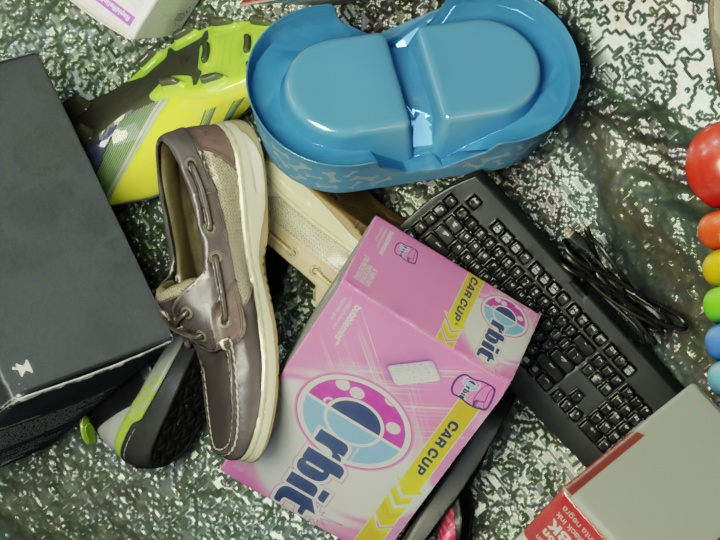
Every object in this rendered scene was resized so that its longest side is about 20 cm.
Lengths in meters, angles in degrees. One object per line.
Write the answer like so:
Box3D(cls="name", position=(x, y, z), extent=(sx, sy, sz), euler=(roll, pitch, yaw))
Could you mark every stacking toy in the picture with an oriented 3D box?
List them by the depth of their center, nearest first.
Box3D(cls="stacking toy", position=(0.231, 0.011, 1.626), extent=(0.085, 0.085, 0.201), euler=(-12, 84, 19))

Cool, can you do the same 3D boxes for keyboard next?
Box3D(cls="keyboard", position=(0.115, 0.025, 1.641), extent=(0.104, 0.040, 0.200), euler=(-43, 103, 7))

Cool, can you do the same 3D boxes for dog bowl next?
Box3D(cls="dog bowl", position=(0.029, -0.103, 1.641), extent=(0.199, 0.050, 0.112), euler=(-9, 62, -12))

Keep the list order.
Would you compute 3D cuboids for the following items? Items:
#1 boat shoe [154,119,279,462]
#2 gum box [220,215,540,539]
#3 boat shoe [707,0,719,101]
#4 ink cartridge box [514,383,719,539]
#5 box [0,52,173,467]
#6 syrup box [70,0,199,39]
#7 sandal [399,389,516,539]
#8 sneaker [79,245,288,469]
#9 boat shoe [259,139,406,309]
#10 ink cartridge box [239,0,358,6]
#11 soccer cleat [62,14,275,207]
Box3D(cls="boat shoe", position=(-0.089, 0.013, 1.629), extent=(0.072, 0.064, 0.201), euler=(0, 92, 63))
Box3D(cls="gum box", position=(0.007, 0.076, 1.654), extent=(0.113, 0.066, 0.200), euler=(31, 133, -3))
Box3D(cls="boat shoe", position=(0.233, -0.144, 1.585), extent=(0.071, 0.076, 0.201), euler=(-7, 74, 8))
Box3D(cls="ink cartridge box", position=(0.131, 0.175, 1.595), extent=(0.084, 0.144, 0.200), euler=(46, 134, 11))
Box3D(cls="box", position=(-0.240, 0.007, 1.701), extent=(0.197, 0.124, 0.201), euler=(-38, 75, 55))
Box3D(cls="syrup box", position=(-0.105, -0.243, 1.706), extent=(0.081, 0.079, 0.200), euler=(38, 106, 11))
Box3D(cls="sandal", position=(0.050, 0.165, 1.700), extent=(0.045, 0.075, 0.201), euler=(32, 102, 1))
Box3D(cls="sneaker", position=(-0.119, 0.029, 1.740), extent=(0.083, 0.072, 0.201), euler=(34, 99, 26))
Box3D(cls="boat shoe", position=(0.000, 0.000, 1.687), extent=(0.200, 0.072, 0.065), euler=(43, 116, -10))
Box3D(cls="ink cartridge box", position=(0.045, -0.187, 1.610), extent=(0.199, 0.173, 0.044), euler=(-7, 92, 19))
Box3D(cls="soccer cleat", position=(-0.115, -0.093, 1.738), extent=(0.199, 0.065, 0.084), euler=(-26, 131, 16))
